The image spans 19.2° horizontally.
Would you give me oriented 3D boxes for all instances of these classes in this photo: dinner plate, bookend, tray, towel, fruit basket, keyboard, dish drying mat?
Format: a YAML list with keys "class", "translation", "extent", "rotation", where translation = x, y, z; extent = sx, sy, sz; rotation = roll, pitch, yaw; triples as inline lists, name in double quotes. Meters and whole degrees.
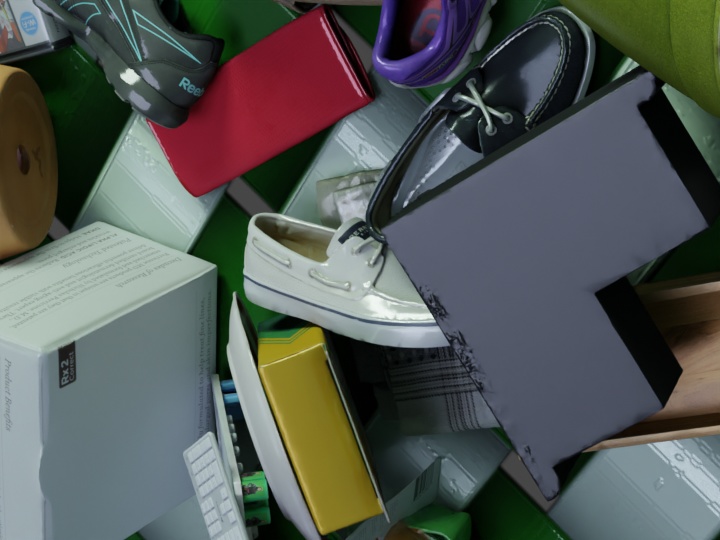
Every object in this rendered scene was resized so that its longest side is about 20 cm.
- class: "dinner plate"
  translation: [-0.064, 0.112, 1.523]
  extent: [0.024, 0.200, 0.201]
  rotation: [-18, 100, 0]
- class: "bookend"
  translation: [0.152, 0.001, 1.303]
  extent: [0.199, 0.092, 0.199]
  rotation: [-31, 94, 23]
- class: "tray"
  translation: [0.185, 0.060, 1.376]
  extent: [0.199, 0.037, 0.099]
  rotation: [-11, 100, 29]
- class: "towel"
  translation: [0.063, 0.019, 1.473]
  extent: [0.199, 0.034, 0.194]
  rotation: [-7, 105, 39]
- class: "fruit basket"
  translation: [0.005, 0.252, 1.511]
  extent: [0.093, 0.200, 0.186]
  rotation: [14, 118, 32]
- class: "keyboard"
  translation: [-0.081, 0.212, 1.466]
  extent: [0.201, 0.011, 0.056]
  rotation: [70, 156, 12]
- class: "dish drying mat"
  translation: [-0.074, -0.119, 1.528]
  extent: [0.200, 0.018, 0.077]
  rotation: [-26, 92, 41]

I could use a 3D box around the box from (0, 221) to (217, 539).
- class: "box"
  translation: [-0.218, 0.096, 1.613]
  extent: [0.130, 0.200, 0.200]
  rotation: [20, 120, 32]

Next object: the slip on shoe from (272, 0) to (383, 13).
- class: "slip on shoe"
  translation: [-0.049, -0.203, 1.442]
  extent: [0.199, 0.076, 0.061]
  rotation: [-5, 118, 32]

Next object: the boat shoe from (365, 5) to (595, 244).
- class: "boat shoe"
  translation: [0.076, -0.088, 1.380]
  extent: [0.076, 0.060, 0.200]
  rotation: [46, 118, 25]

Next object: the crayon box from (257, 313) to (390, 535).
- class: "crayon box"
  translation: [-0.029, 0.103, 1.481]
  extent: [0.051, 0.200, 0.126]
  rotation: [-20, 99, -1]

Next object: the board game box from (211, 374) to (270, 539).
- class: "board game box"
  translation: [-0.082, 0.205, 1.586]
  extent: [0.026, 0.200, 0.201]
  rotation: [-7, 111, -6]

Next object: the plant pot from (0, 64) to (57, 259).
- class: "plant pot"
  translation: [-0.320, -0.082, 1.624]
  extent: [0.139, 0.200, 0.201]
  rotation: [-4, 109, 13]

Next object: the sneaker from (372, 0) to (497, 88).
- class: "sneaker"
  translation: [0.063, -0.204, 1.330]
  extent: [0.080, 0.083, 0.201]
  rotation: [25, 109, 18]

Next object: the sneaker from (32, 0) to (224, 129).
- class: "sneaker"
  translation: [-0.177, -0.194, 1.553]
  extent: [0.200, 0.075, 0.079]
  rotation: [45, 106, 15]

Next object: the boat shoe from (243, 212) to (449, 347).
- class: "boat shoe"
  translation: [0.000, 0.000, 1.458]
  extent: [0.199, 0.071, 0.070]
  rotation: [16, 118, 38]

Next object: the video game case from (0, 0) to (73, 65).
- class: "video game case"
  translation: [-0.327, -0.243, 1.661]
  extent: [0.199, 0.025, 0.182]
  rotation: [-8, 104, 39]

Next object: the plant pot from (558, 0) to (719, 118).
- class: "plant pot"
  translation: [0.189, -0.193, 1.195]
  extent: [0.192, 0.200, 0.201]
  rotation: [27, 124, 39]
